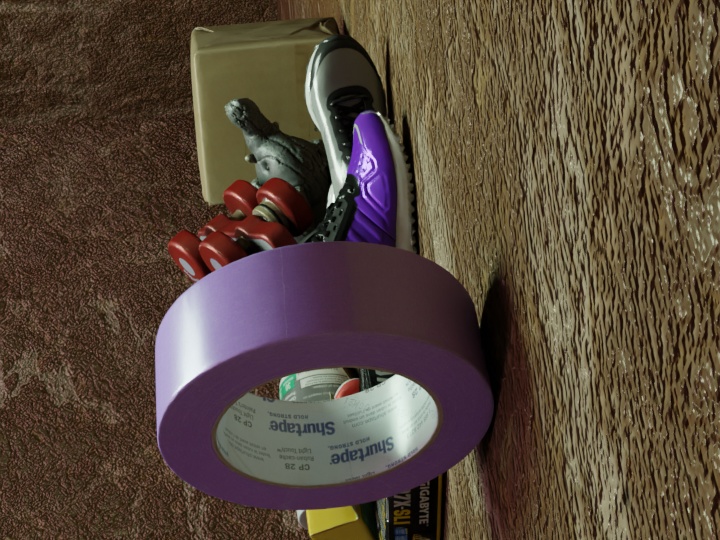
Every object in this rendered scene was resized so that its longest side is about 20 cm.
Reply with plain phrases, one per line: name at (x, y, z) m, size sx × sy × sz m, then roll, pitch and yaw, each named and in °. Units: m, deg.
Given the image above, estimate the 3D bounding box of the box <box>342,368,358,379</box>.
box at (-0.033, 0.043, 1.578) m, size 0.164 × 0.021 × 0.200 m, roll 58°, pitch -171°, yaw -31°

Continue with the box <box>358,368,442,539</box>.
box at (0.031, 0.152, 1.131) m, size 0.200 × 0.049 × 0.160 m, roll -101°, pitch 5°, yaw -50°

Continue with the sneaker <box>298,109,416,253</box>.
sneaker at (-0.007, -0.032, 1.087) m, size 0.070 × 0.099 × 0.201 m, roll 167°, pitch 98°, yaw -83°

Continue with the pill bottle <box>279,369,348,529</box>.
pill bottle at (-0.042, 0.224, 1.680) m, size 0.113 × 0.112 × 0.201 m, roll 92°, pitch 172°, yaw -52°

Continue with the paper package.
paper package at (-0.107, -0.194, 1.595) m, size 0.104 × 0.189 × 0.201 m, roll -109°, pitch 14°, yaw -64°

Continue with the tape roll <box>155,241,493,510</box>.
tape roll at (-0.023, 0.069, 0.790) m, size 0.201 × 0.199 × 0.066 m, roll 92°, pitch 173°, yaw -52°

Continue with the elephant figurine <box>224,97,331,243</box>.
elephant figurine at (-0.069, -0.099, 1.462) m, size 0.200 × 0.154 × 0.142 m, roll 105°, pitch 163°, yaw -77°

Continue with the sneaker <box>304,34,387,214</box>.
sneaker at (0.000, -0.112, 1.180) m, size 0.079 × 0.074 × 0.201 m, roll -150°, pitch 49°, yaw -73°

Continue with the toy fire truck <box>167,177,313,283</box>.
toy fire truck at (-0.099, 0.000, 1.406) m, size 0.168 × 0.112 × 0.200 m, roll 54°, pitch 157°, yaw -21°

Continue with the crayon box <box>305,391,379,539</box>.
crayon box at (-0.006, 0.225, 1.220) m, size 0.126 × 0.051 × 0.200 m, roll -100°, pitch -13°, yaw -48°

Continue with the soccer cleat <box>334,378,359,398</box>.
soccer cleat at (-0.002, 0.218, 1.490) m, size 0.085 × 0.068 × 0.201 m, roll -147°, pitch 48°, yaw -79°
